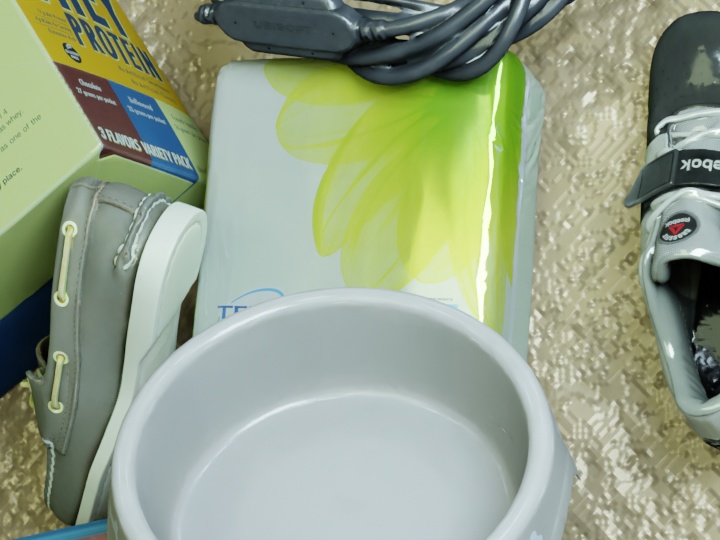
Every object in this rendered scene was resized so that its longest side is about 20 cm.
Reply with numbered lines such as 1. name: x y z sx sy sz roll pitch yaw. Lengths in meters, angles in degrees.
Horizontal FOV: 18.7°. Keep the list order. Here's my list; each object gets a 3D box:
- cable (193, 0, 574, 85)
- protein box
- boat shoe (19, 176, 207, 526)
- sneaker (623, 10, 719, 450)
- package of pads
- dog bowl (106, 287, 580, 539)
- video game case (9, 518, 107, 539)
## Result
1. cable: 0.027 -0.156 1.009 0.200 0.051 0.163 7 51 31
2. protein box: -0.209 -0.065 1.084 0.199 0.135 0.200 -39 68 15
3. boat shoe: -0.123 0.042 1.022 0.060 0.072 0.202 23 128 7
4. sneaker: 0.154 -0.024 0.938 0.074 0.088 0.200 -12 75 24
5. package of pads: 0.000 0.000 1.015 0.154 0.068 0.200 2 81 24
6. dog bowl: -0.009 0.087 0.875 0.200 0.059 0.200 -5 44 5
7. video game case: -0.128 0.220 1.017 0.143 0.018 0.200 -16 93 33
